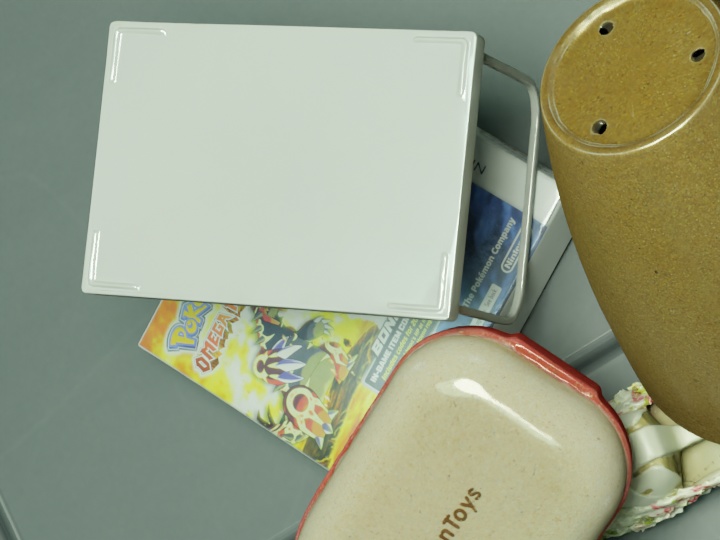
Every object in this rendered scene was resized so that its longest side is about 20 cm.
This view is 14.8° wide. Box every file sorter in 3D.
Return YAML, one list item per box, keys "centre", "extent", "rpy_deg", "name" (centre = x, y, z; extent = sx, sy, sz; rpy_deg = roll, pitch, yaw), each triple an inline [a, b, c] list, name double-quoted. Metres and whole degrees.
- centre: [-0.018, -0.046, 1.409]
  extent: [0.200, 0.125, 0.139]
  rpy_deg: [4, 86, 24]
  name: "file sorter"

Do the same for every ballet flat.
- centre: [0.170, 0.078, 1.395]
  extent: [0.200, 0.064, 0.076]
  rpy_deg: [-29, 75, 21]
  name: "ballet flat"

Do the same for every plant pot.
- centre: [0.167, -0.041, 1.298]
  extent: [0.186, 0.200, 0.186]
  rpy_deg: [-18, 52, 25]
  name: "plant pot"

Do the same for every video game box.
- centre: [0.000, 0.000, 1.491]
  extent: [0.182, 0.047, 0.200]
  rpy_deg: [32, 99, 26]
  name: "video game box"

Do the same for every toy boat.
- centre: [0.054, 0.116, 1.405]
  extent: [0.130, 0.131, 0.200]
  rpy_deg: [34, 111, 6]
  name: "toy boat"
